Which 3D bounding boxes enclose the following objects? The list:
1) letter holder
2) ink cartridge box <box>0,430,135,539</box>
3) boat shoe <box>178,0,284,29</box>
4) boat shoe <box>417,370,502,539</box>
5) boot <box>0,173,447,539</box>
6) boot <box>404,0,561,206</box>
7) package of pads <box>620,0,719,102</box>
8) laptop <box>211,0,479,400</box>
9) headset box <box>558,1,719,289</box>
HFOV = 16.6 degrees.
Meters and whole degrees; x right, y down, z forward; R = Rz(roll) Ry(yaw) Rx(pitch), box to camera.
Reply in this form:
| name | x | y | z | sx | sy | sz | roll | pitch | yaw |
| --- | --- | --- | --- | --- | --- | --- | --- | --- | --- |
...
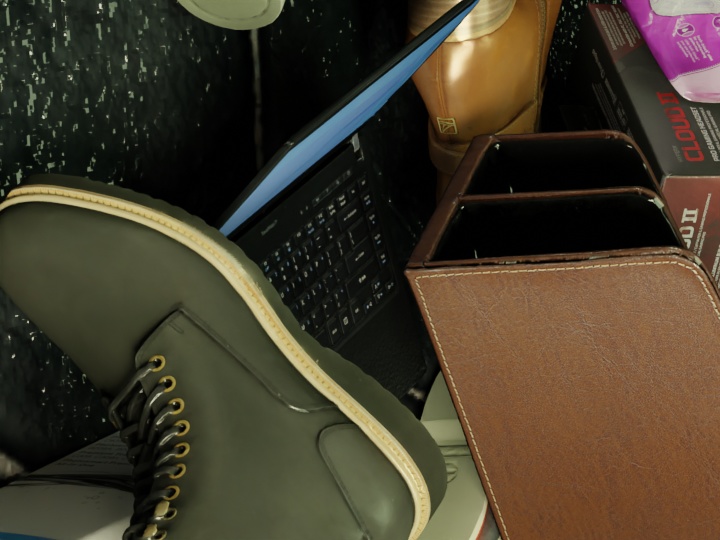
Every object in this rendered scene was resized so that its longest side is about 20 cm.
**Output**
| name | x | y | z | sx | sy | sz | roll | pitch | yaw |
| --- | --- | --- | --- | --- | --- | --- | --- | --- | --- |
| letter holder | 0.125 | 0.046 | 1.099 | 0.101 | 0.141 | 0.201 | -60 | 139 | -46 |
| ink cartridge box | -0.091 | 0.151 | 0.948 | 0.200 | 0.084 | 0.147 | -25 | 110 | -52 |
| boat shoe | -0.076 | -0.188 | 0.984 | 0.202 | 0.071 | 0.061 | 64 | 38 | -44 |
| boat shoe | 0.042 | 0.119 | 1.166 | 0.200 | 0.071 | 0.063 | -61 | 140 | -41 |
| boot | -0.074 | 0.056 | 0.882 | 0.138 | 0.199 | 0.078 | -49 | 170 | -53 |
| boot | 0.074 | -0.119 | 1.217 | 0.200 | 0.073 | 0.156 | -37 | 128 | -52 |
| package of pads | 0.162 | -0.186 | 1.189 | 0.121 | 0.075 | 0.201 | 53 | 27 | -34 |
| laptop | 0.000 | 0.000 | 1.066 | 0.177 | 0.103 | 0.201 | -41 | 123 | -47 |
| headset box | 0.196 | -0.061 | 1.211 | 0.149 | 0.199 | 0.078 | -105 | -160 | -50 |
